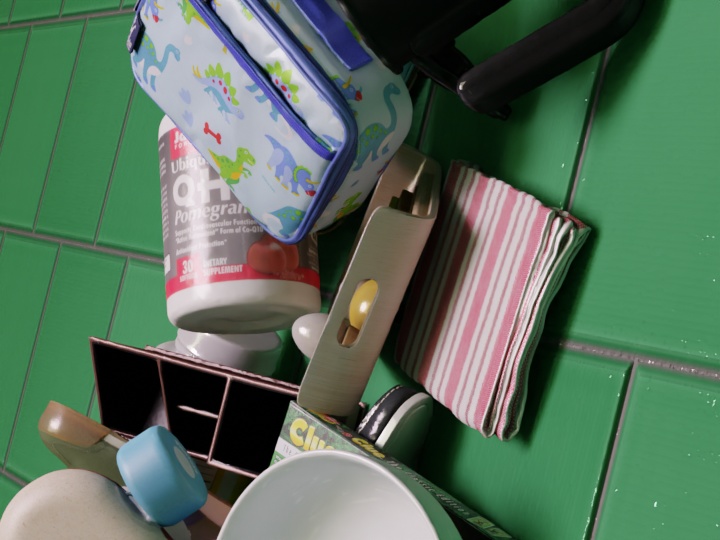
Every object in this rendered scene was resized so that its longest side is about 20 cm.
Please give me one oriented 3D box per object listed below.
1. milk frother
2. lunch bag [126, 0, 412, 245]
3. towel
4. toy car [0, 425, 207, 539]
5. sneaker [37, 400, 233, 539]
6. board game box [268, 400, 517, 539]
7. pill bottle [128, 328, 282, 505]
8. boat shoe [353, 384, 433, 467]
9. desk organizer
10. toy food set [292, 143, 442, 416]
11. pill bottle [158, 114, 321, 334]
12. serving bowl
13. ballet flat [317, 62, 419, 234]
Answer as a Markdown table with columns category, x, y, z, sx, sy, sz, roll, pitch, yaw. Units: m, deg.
| category | x | y | z | sx | sy | sz | roll | pitch | yaw |
| --- | --- | --- | --- | --- | --- | --- | --- | --- | --- |
| milk frother | 0.088 | -0.198 | 1.465 | 0.188 | 0.181 | 0.200 | -32 | 3 | 10 |
| lunch bag | -0.062 | -0.132 | 1.538 | 0.200 | 0.082 | 0.161 | 52 | 144 | 12 |
| towel | 0.078 | 0.015 | 1.481 | 0.200 | 0.030 | 0.147 | -143 | 70 | -69 |
| toy car | -0.154 | 0.211 | 1.564 | 0.184 | 0.177 | 0.200 | -35 | -5 | 6 |
| sneaker | -0.162 | 0.182 | 1.689 | 0.090 | 0.200 | 0.067 | -60 | 22 | -12 |
| board game box | 0.008 | 0.169 | 1.450 | 0.200 | 0.023 | 0.105 | 32 | 110 | 42 |
| pill bottle | -0.130 | 0.130 | 1.784 | 0.201 | 0.109 | 0.109 | -67 | 24 | 17 |
| boat shoe | -0.017 | 0.144 | 1.541 | 0.060 | 0.076 | 0.200 | 42 | 120 | 21 |
| desk organizer | -0.104 | 0.103 | 1.653 | 0.199 | 0.077 | 0.072 | 13 | 87 | 32 |
| toy food set | 0.000 | 0.000 | 1.561 | 0.200 | 0.060 | 0.144 | -77 | 9 | -74 |
| pill bottle | -0.088 | -0.061 | 1.662 | 0.111 | 0.110 | 0.201 | -29 | 62 | 60 |
| serving bowl | -0.001 | 0.207 | 1.391 | 0.200 | 0.066 | 0.201 | -5 | 83 | 40 |
| ballet flat | -0.003 | -0.122 | 1.712 | 0.201 | 0.070 | 0.071 | -67 | 24 | 16 |
